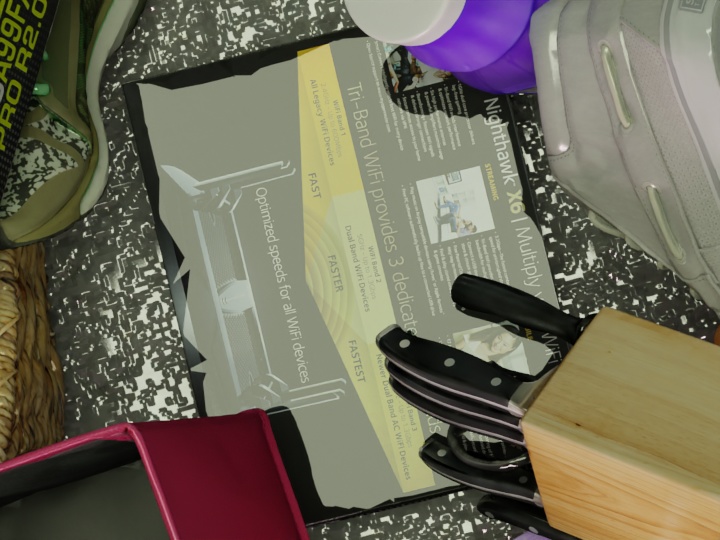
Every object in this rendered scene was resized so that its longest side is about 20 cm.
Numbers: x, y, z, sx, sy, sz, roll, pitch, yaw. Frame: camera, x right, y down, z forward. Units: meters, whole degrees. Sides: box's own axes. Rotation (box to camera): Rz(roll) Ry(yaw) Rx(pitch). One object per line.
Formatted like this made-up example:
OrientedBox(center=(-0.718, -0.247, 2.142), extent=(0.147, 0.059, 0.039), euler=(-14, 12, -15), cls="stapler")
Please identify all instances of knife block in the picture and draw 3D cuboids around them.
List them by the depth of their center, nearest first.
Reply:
OrientedBox(center=(0.104, 0.057, 1.083), extent=(0.176, 0.200, 0.064), euler=(42, 63, -9), cls="knife block")

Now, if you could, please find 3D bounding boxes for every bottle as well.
OrientedBox(center=(0.061, -0.111, 1.137), extent=(0.065, 0.200, 0.084), euler=(-12, 86, 30), cls="bottle")

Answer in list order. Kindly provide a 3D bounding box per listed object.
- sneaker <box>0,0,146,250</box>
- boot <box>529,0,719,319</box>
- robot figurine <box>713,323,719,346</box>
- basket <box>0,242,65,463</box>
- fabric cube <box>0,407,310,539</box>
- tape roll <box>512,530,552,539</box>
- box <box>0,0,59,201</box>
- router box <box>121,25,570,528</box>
OrientedBox(center=(-0.141, -0.094, 1.163), extent=(0.077, 0.089, 0.200), euler=(-5, 48, 13), cls="sneaker")
OrientedBox(center=(0.132, -0.022, 1.095), extent=(0.096, 0.074, 0.200), euler=(-1, 118, 43), cls="boot")
OrientedBox(center=(0.205, -0.024, 1.167), extent=(0.200, 0.117, 0.144), euler=(26, 107, 4), cls="robot figurine")
OrientedBox(center=(-0.231, 0.027, 1.181), extent=(0.200, 0.149, 0.143), euler=(-6, 87, 5), cls="basket")
OrientedBox(center=(-0.115, 0.172, 1.054), extent=(0.200, 0.199, 0.196), euler=(-20, 87, 9), cls="fabric cube")
OrientedBox(center=(0.112, 0.197, 1.157), extent=(0.200, 0.066, 0.200), euler=(2, 70, -6), cls="tape roll")
OrientedBox(center=(-0.219, -0.083, 1.136), extent=(0.200, 0.044, 0.160), euler=(9, 78, 31), cls="box")
OrientedBox(center=(0.000, 0.000, 1.211), extent=(0.157, 0.052, 0.200), euler=(-13, 87, 3), cls="router box")
